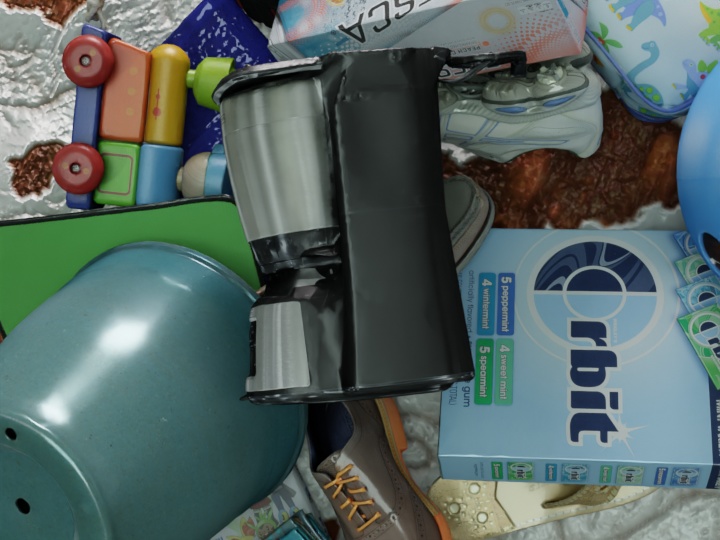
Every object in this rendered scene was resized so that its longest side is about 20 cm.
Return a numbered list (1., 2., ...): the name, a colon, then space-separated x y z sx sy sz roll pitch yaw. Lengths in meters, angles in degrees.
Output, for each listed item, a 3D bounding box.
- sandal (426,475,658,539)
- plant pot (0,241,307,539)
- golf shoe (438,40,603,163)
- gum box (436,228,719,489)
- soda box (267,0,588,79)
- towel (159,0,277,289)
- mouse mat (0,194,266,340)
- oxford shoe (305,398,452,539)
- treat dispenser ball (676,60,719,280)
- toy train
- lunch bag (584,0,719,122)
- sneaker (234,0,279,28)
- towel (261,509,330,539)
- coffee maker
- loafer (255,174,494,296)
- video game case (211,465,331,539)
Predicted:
1. sandal: 0.142 0.136 0.915 0.211 0.070 0.078 -23 86 7
2. plant pot: -0.163 0.108 0.844 0.199 0.188 0.201 10 115 22
3. golf shoe: 0.071 -0.104 0.930 0.199 0.097 0.079 3 51 31
4. gum box: 0.155 0.055 0.893 0.199 0.045 0.171 0 60 8
5. soda box: 0.043 -0.166 0.876 0.199 0.068 0.064 -8 53 27
6. towel: -0.087 -0.079 0.968 0.148 0.050 0.200 -41 84 12
7. mouse mat: -0.161 0.023 0.943 0.199 0.008 0.162 -6 127 6
8. oxford shoe: 0.002 0.154 0.887 0.071 0.073 0.201 -42 48 21
9. treat dispenser ball: 0.293 -0.062 0.815 0.200 0.201 0.202 0 88 8
10. toy train: -0.136 -0.137 0.913 0.115 0.085 0.201 7 94 2
11. lunch bag: 0.202 -0.213 0.910 0.161 0.082 0.200 -40 84 6
12. sneaker: -0.011 -0.221 0.957 0.199 0.074 0.087 5 67 10
13. towel: -0.065 0.275 0.916 0.200 0.022 0.147 -41 82 22
14. coffee maker: 0.014 -0.025 0.809 0.191 0.135 0.201 -9 87 15
15. loafer: 0.000 0.000 0.905 0.200 0.063 0.072 -38 47 3
16. video game case: -0.110 0.236 0.972 0.199 0.022 0.183 -26 85 7
